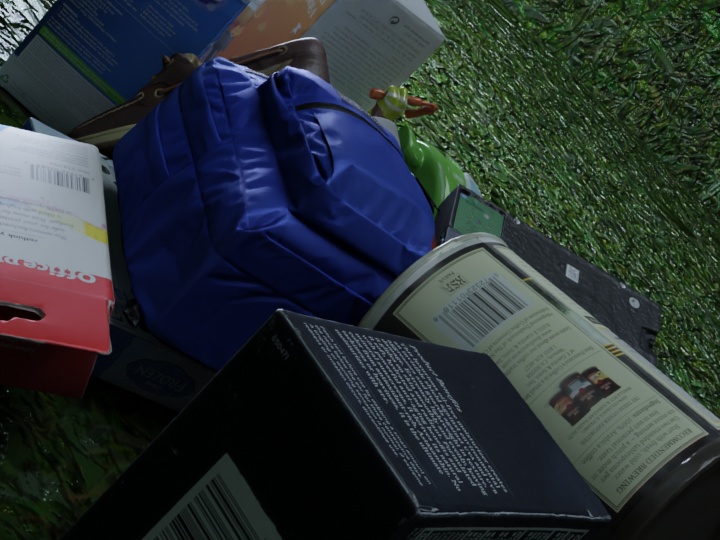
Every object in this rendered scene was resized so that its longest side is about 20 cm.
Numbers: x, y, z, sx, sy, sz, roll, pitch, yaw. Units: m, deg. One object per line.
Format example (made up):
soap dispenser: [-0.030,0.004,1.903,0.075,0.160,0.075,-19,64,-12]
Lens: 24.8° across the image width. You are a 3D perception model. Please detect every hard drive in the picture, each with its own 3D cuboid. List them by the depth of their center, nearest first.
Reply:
hard drive: [0.137,0.035,1.251,0.200,0.038,0.140,30,42,-15]

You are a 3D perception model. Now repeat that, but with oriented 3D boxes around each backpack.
backpack: [-0.052,-0.037,1.011,0.162,0.168,0.200,40,16,-38]

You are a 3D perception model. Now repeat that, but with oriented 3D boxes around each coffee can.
coffee can: [0.102,0.093,0.927,0.200,0.146,0.146,41,15,29]

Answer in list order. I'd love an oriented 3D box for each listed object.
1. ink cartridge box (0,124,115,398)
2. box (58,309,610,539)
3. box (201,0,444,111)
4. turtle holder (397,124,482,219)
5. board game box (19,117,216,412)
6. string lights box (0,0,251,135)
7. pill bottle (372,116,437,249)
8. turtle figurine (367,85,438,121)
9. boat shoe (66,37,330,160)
ink cartridge box: [-0.196,-0.002,0.865,0.116,0.067,0.200,12,31,-19]
box: [-0.020,0.136,0.792,0.198,0.200,0.123,16,33,-57]
box: [-0.048,-0.197,1.438,0.106,0.200,0.152,33,22,-36]
turtle holder: [0.050,-0.015,1.353,0.132,0.141,0.186,33,20,-39]
board game box: [-0.130,0.011,1.067,0.199,0.043,0.200,27,25,-39]
string lights box: [-0.158,-0.180,1.170,0.103,0.200,0.059,42,18,-8]
pill bottle: [0.000,0.000,1.143,0.112,0.112,0.200,11,66,-59]
turtle figurine: [-0.050,-0.102,1.298,0.161,0.200,0.065,16,65,-48]
boat shoe: [-0.114,-0.115,1.134,0.072,0.200,0.072,42,38,-59]
